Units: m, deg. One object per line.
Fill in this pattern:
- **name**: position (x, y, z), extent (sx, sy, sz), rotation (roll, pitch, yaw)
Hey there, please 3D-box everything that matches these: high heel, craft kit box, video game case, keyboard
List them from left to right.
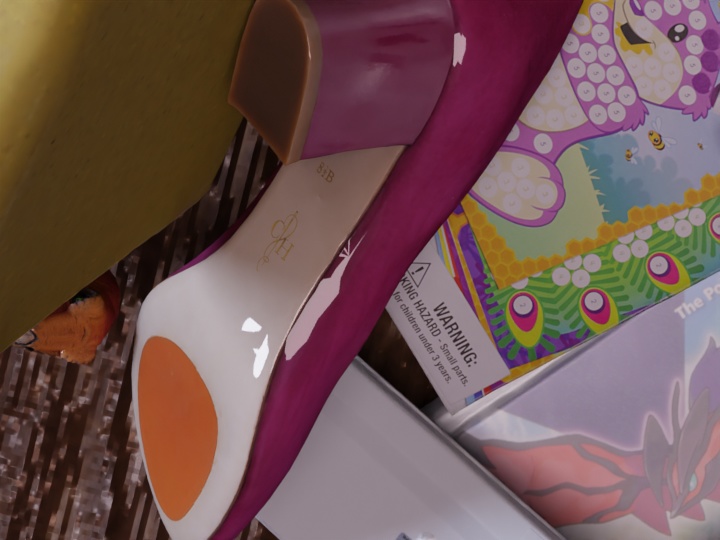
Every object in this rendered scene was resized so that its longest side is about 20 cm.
- **high heel**: position (0.000, 0.000, 0.737), extent (0.096, 0.068, 0.200), rotation (-12, 142, -32)
- **keyboard**: position (0.021, 0.081, 0.779), extent (0.200, 0.011, 0.056), rotation (41, 104, 19)
- **craft kit box**: position (0.057, -0.091, 0.735), extent (0.197, 0.049, 0.200), rotation (-30, 97, 19)
- **video game case**: position (0.125, 0.078, 0.810), extent (0.200, 0.023, 0.183), rotation (-34, 100, 11)

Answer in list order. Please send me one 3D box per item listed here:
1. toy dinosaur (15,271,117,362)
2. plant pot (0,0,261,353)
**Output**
- **toy dinosaur**: position (-0.153, -0.039, 0.755), extent (0.181, 0.105, 0.201), rotation (6, 96, -14)
- **plant pot**: position (-0.104, -0.120, 0.643), extent (0.195, 0.194, 0.200), rotation (38, 121, 5)
